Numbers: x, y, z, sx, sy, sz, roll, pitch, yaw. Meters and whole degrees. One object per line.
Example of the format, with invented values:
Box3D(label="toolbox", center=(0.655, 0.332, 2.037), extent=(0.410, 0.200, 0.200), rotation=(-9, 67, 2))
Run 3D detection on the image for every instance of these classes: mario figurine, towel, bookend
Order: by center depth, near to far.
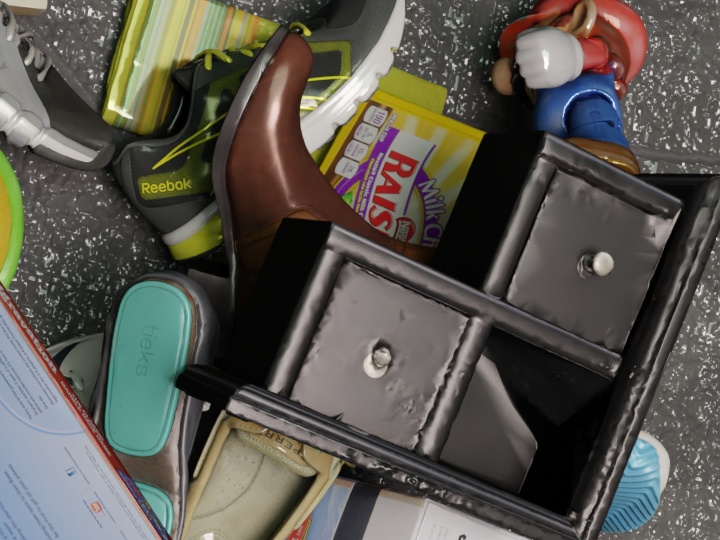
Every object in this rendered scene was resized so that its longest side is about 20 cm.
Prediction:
Box3D(label="bookend", center=(0.047, 0.007, 0.916), extent=(0.198, 0.092, 0.201), rotation=(25, 84, -20))
Box3D(label="mario figurine", center=(0.108, -0.089, 1.094), extent=(0.106, 0.124, 0.200), rotation=(24, 35, -17))
Box3D(label="towel", center=(-0.049, -0.097, 1.102), extent=(0.199, 0.018, 0.086), rotation=(18, 86, -21))

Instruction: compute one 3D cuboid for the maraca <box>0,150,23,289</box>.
Box3D(label="maraca", center=(-0.269, -0.025, 0.964), extent=(0.199, 0.107, 0.138), rotation=(6, 79, 4))

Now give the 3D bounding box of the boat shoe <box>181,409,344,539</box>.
Box3D(label="boat shoe", center=(-0.053, 0.107, 0.972), extent=(0.073, 0.063, 0.201), rotation=(34, 102, -11))

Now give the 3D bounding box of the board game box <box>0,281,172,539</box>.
Box3D(label="board game box", center=(-0.169, 0.099, 0.899), extent=(0.103, 0.019, 0.200), rotation=(-32, 94, 6))

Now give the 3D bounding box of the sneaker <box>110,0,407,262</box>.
Box3D(label="sneaker", center=(-0.055, -0.099, 1.047), extent=(0.085, 0.074, 0.200), rotation=(43, 80, -18))

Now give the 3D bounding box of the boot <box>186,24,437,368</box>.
Box3D(label="boot", center=(0.017, -0.016, 0.987), extent=(0.199, 0.068, 0.189), rotation=(14, 98, 1))

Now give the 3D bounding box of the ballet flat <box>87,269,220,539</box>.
Box3D(label="ballet flat", center=(-0.112, 0.099, 0.957), extent=(0.073, 0.073, 0.201), rotation=(15, 89, -20))

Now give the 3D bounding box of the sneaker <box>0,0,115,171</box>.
Box3D(label="sneaker", center=(-0.191, -0.141, 0.989), extent=(0.200, 0.075, 0.116), rotation=(31, 94, -26))

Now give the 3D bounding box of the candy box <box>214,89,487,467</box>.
Box3D(label="candy box", center=(0.000, 0.000, 1.068), extent=(0.102, 0.026, 0.201), rotation=(24, 81, 24))

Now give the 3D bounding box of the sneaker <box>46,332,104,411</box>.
Box3D(label="sneaker", center=(-0.170, 0.085, 0.979), extent=(0.198, 0.130, 0.080), rotation=(-14, 94, -22))

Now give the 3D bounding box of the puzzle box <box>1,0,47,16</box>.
Box3D(label="puzzle box", center=(-0.264, -0.213, 1.016), extent=(0.199, 0.025, 0.134), rotation=(4, 86, -21))

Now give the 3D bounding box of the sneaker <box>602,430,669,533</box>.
Box3D(label="sneaker", center=(0.119, 0.098, 1.058), extent=(0.076, 0.200, 0.081), rotation=(29, 75, -8))

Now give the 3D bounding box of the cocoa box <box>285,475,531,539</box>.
Box3D(label="cocoa box", center=(0.003, 0.221, 1.022), extent=(0.133, 0.131, 0.201), rotation=(28, 76, -41))
